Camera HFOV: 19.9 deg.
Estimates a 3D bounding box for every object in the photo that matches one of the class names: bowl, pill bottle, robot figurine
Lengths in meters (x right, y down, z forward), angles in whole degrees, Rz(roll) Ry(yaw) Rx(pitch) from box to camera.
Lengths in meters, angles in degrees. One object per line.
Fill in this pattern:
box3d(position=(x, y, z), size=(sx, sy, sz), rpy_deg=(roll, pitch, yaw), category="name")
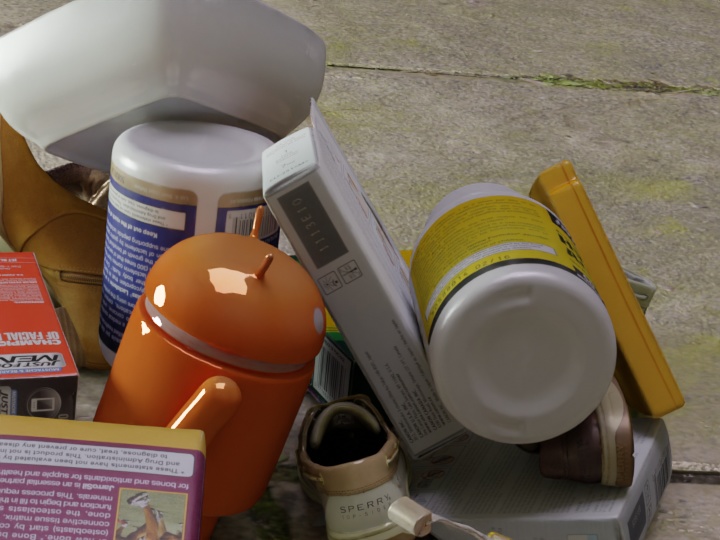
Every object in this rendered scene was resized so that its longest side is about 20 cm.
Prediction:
box3d(position=(-0.137, -0.122, 1.421), size=(0.199, 0.075, 0.199), rpy_deg=(-18, -20, 31), category="bowl")
box3d(position=(-0.114, 0.011, 1.359), size=(0.115, 0.202, 0.116), rpy_deg=(7, 20, -2), category="pill bottle")
box3d(position=(0.087, 0.016, 1.267), size=(0.110, 0.112, 0.200), rpy_deg=(4, 21, -7), category="pill bottle")
box3d(position=(-0.089, 0.065, 1.217), size=(0.116, 0.201, 0.143), rpy_deg=(32, 21, 28), category="robot figurine")

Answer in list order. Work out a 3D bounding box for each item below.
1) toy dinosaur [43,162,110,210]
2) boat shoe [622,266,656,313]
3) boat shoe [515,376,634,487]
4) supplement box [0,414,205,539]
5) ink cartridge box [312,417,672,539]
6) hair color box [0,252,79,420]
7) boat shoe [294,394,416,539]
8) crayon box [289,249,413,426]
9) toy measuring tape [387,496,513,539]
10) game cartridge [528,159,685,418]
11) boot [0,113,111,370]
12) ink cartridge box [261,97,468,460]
box3d(position=(-0.166, -0.033, 1.536), size=(0.135, 0.200, 0.086), rpy_deg=(-25, 28, 39), category="toy dinosaur")
box3d(position=(0.145, 0.001, 1.547), size=(0.199, 0.062, 0.072), rpy_deg=(24, 9, -42), category="boat shoe")
box3d(position=(0.123, 0.082, 1.306), size=(0.071, 0.073, 0.200), rpy_deg=(-7, 22, -2), category="boat shoe")
box3d(position=(-0.144, 0.175, 0.976), size=(0.130, 0.104, 0.201), rpy_deg=(6, 41, -3), category="supplement box")
box3d(position=(0.088, 0.146, 1.314), size=(0.198, 0.048, 0.160), rpy_deg=(-4, 17, 20), category="ink cartridge box")
box3d(position=(-0.222, 0.074, 1.287), size=(0.063, 0.112, 0.200), rpy_deg=(-2, 22, -18), category="hair color box")
box3d(position=(-0.005, 0.113, 1.278), size=(0.073, 0.067, 0.200), rpy_deg=(-15, 16, -7), category="boat shoe")
box3d(position=(0.029, 0.045, 1.510), size=(0.171, 0.059, 0.200), rpy_deg=(-4, 23, -25), category="crayon box")
box3d(position=(0.072, 0.180, 1.106), size=(0.073, 0.074, 0.199), rpy_deg=(28, 0, 45), category="toy measuring tape")
box3d(position=(0.167, 0.013, 1.407), size=(0.032, 0.177, 0.200), rpy_deg=(-25, -2, 1), category="game cartridge")
box3d(position=(-0.192, -0.029, 1.476), size=(0.143, 0.203, 0.071), rpy_deg=(-8, -8, -15), category="boot")
box3d(position=(0.000, 0.000, 1.320), size=(0.043, 0.201, 0.174), rpy_deg=(-28, 17, 5), category="ink cartridge box")
